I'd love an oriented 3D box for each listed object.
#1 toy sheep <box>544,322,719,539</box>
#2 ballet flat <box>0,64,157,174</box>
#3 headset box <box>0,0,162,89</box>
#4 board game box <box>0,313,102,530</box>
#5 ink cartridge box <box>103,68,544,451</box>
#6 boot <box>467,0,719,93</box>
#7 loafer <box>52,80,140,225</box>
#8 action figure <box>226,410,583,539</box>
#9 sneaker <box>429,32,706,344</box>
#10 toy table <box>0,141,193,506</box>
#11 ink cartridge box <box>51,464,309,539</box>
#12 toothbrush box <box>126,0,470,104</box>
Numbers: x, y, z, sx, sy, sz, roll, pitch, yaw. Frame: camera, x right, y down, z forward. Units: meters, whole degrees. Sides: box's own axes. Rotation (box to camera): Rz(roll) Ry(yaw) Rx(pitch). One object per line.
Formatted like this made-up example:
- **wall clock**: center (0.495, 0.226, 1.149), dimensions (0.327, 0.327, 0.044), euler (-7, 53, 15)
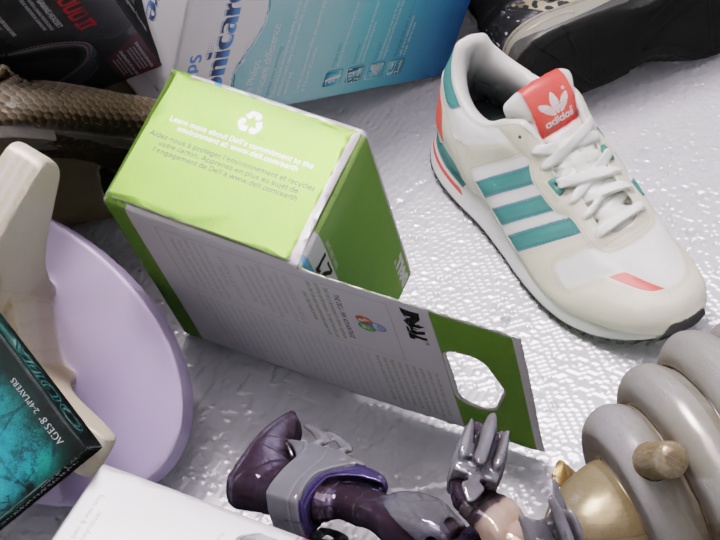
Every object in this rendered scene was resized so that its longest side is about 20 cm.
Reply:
- **toy sheep**: center (0.169, 0.081, 0.706), dimensions (0.199, 0.138, 0.138), euler (-20, 49, -7)
- **ballet flat**: center (-0.126, -0.075, 0.806), dimensions (0.199, 0.067, 0.047), euler (-2, 74, -50)
- **headset box**: center (-0.192, -0.124, 0.786), dimensions (0.199, 0.149, 0.075), euler (-21, 77, 1)
- **board game box**: center (-0.218, 0.036, 0.672), dimensions (0.135, 0.028, 0.200), euler (-39, 82, 2)
- **ink cartridge box**: center (0.000, 0.000, 0.771), dimensions (0.199, 0.148, 0.076), euler (18, 69, 18)
- **boot**: center (0.144, -0.186, 0.994), dimensions (0.203, 0.074, 0.154), euler (-21, 47, -17)
- **loafer**: center (-0.166, -0.057, 0.890), dimensions (0.200, 0.076, 0.067), euler (-35, 48, -25)
- **action figure**: center (0.035, 0.117, 0.683), dimensions (0.199, 0.131, 0.069), euler (9, 26, 34)
- **sneaker**: center (0.102, -0.047, 0.853), dimensions (0.070, 0.094, 0.200), euler (-27, 51, -20)
- **toy table**: center (-0.178, 0.033, 0.743), dimensions (0.199, 0.117, 0.185), euler (19, 88, 10)
- **ink cartridge box**: center (-0.025, 0.165, 0.652), dimensions (0.199, 0.115, 0.068), euler (18, 49, 17)
- **toothbrush box**: center (-0.031, -0.173, 0.904), dimensions (0.199, 0.147, 0.085), euler (-17, 52, -34)
